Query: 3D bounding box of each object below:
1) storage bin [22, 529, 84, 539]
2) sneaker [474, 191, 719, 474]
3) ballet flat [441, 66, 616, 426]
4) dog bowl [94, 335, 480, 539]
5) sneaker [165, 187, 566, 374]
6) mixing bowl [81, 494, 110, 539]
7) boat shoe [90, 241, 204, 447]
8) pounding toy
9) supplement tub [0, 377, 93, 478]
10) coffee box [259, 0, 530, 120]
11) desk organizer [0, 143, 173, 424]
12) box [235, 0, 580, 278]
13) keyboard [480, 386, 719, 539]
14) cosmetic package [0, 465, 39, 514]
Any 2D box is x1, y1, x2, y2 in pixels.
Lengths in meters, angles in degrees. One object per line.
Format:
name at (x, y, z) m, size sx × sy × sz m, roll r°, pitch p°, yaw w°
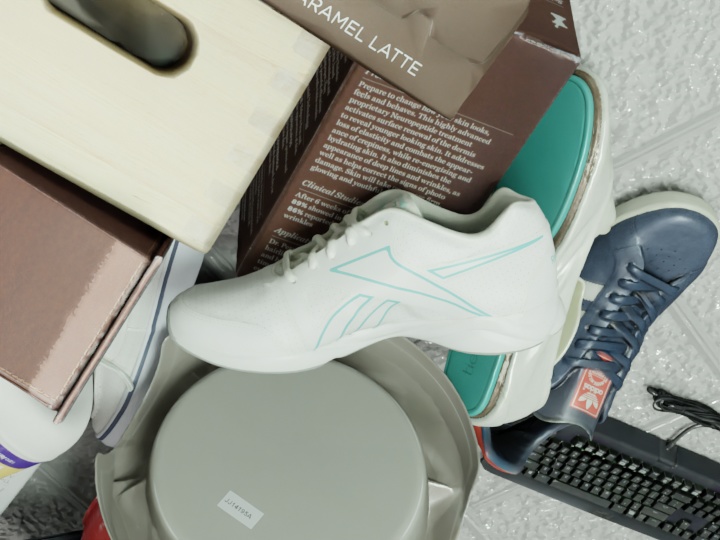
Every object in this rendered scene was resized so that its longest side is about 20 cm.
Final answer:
storage bin at (-0.182, 0.237, 1.039) m, size 0.093 × 0.136 × 0.200 m, roll -24°, pitch 168°, yaw 18°
sneaker at (0.133, 0.043, 0.961) m, size 0.075 × 0.085 × 0.200 m, roll 25°, pitch 127°, yaw -22°
ballet flat at (0.099, -0.011, 0.910) m, size 0.069 × 0.069 × 0.201 m, roll 14°, pitch 105°, yaw -14°
dog bowl at (-0.038, 0.114, 0.889) m, size 0.198 × 0.201 × 0.059 m, roll 2°, pitch 143°, yaw -3°
sneaker at (0.000, 0.000, 0.845) m, size 0.199 × 0.071 × 0.081 m, roll -7°, pitch 117°, yaw 1°
mixing bowl at (-0.092, 0.149, 1.003) m, size 0.108 × 0.200 × 0.200 m, roll 41°, pitch 126°, yaw 7°
boat shoe at (-0.139, 0.013, 0.933) m, size 0.085 × 0.075 × 0.203 m, roll 12°, pitch 128°, yaw -13°
pounding toy at (-0.095, -0.113, 0.724) m, size 0.199 × 0.184 × 0.143 m, roll 30°, pitch 94°, yaw -22°
supplement tub at (-0.242, 0.049, 0.797) m, size 0.199 × 0.146 × 0.146 m, roll -21°, pitch 130°, yaw 9°
coffee box at (-0.007, -0.156, 0.693) m, size 0.114 × 0.200 × 0.080 m, roll 28°, pitch 109°, yaw -25°
desk organizer at (-0.126, -0.006, 0.702) m, size 0.077 × 0.200 × 0.072 m, roll 32°, pitch 94°, yaw -6°
box at (0.018, -0.070, 0.866) m, size 0.100 × 0.075 × 0.200 m, roll 19°, pitch 130°, yaw -18°
keyboard at (0.188, 0.123, 1.078) m, size 0.199 × 0.021 × 0.127 m, roll 22°, pitch 128°, yaw -21°
cosmetic package at (-0.254, 0.105, 1.014) m, size 0.101 × 0.074 × 0.200 m, roll 27°, pitch 127°, yaw -22°
